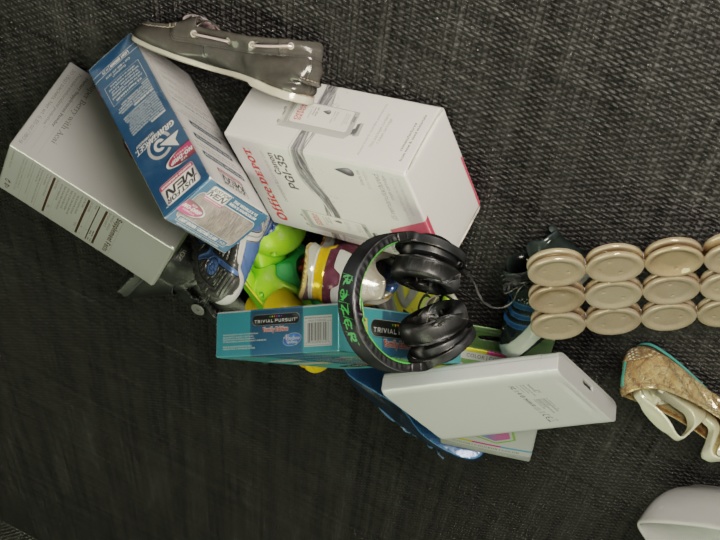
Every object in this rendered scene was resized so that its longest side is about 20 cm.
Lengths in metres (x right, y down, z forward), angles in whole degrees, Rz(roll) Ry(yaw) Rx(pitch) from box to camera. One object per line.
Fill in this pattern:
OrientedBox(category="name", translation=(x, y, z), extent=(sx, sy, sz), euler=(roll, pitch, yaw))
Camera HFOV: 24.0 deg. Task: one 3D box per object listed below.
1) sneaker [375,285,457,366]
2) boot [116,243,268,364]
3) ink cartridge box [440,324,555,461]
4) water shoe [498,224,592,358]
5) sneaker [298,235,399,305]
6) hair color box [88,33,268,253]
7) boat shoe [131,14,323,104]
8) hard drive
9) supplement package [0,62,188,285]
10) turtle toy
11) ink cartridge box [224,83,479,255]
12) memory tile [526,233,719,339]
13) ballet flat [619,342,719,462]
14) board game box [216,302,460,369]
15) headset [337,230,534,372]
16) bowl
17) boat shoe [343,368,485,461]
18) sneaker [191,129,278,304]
OrientedBox(category="sneaker", translation=(0.070, 0.059, 1.777), extent=(0.076, 0.075, 0.200), euler=(16, 153, 28))
OrientedBox(category="boot", translation=(-0.183, 0.042, 2.041), extent=(0.200, 0.066, 0.165), euler=(32, 157, -14))
OrientedBox(category="ink cartridge box", translation=(0.145, 0.133, 1.819), extent=(0.104, 0.059, 0.200), euler=(11, 152, 5))
OrientedBox(category="water shoe", translation=(0.170, 0.018, 1.625), extent=(0.079, 0.071, 0.200), euler=(51, 153, 9))
OrientedBox(category="sneaker", translation=(0.000, 0.000, 1.666), extent=(0.090, 0.075, 0.200), euler=(12, -165, 8))
OrientedBox(category="hair color box", translation=(-0.171, -0.119, 1.578), extent=(0.100, 0.061, 0.200), euler=(32, -158, -54))
OrientedBox(category="boat shoe", translation=(-0.117, -0.204, 1.540), extent=(0.200, 0.057, 0.067), euler=(22, -171, 26))
OrientedBox(category="hard drive", translation=(0.140, 0.129, 1.717), extent=(0.200, 0.026, 0.132), euler=(-9, 148, 32))
OrientedBox(category="supplement package", translation=(-0.261, -0.100, 1.788), extent=(0.200, 0.121, 0.120), euler=(33, 154, -5))
OrientedBox(category="turtle toy", translation=(-0.078, 0.007, 1.807), extent=(0.146, 0.101, 0.200), euler=(39, 165, 46))
OrientedBox(category="ink cartridge box", translation=(-0.007, -0.094, 1.570), extent=(0.200, 0.083, 0.147), euler=(15, 151, 30))
OrientedBox(category="memory tile", translation=(0.245, 0.014, 1.475), extent=(0.200, 0.017, 0.153), euler=(-4, 151, 7))
OrientedBox(category="ballet flat", translation=(0.335, 0.149, 1.664), extent=(0.200, 0.065, 0.071), euler=(32, 154, -3))
OrientedBox(category="board game box", translation=(-0.019, 0.066, 1.661), extent=(0.151, 0.047, 0.200), euler=(-5, 172, 37))
OrientedBox(category="headset", translation=(0.074, 0.023, 1.496), extent=(0.200, 0.124, 0.094), euler=(-8, -178, -39))
OrientedBox(category="bowl", translation=(0.423, 0.303, 1.840), extent=(0.200, 0.075, 0.200), euler=(3, 144, 45))
OrientedBox(category="boat shoe", translation=(0.071, 0.151, 1.962), extent=(0.200, 0.084, 0.069), euler=(40, 166, 20))
OrientedBox(category="sneaker", translation=(-0.112, -0.050, 1.656), extent=(0.076, 0.200, 0.077), euler=(-23, 136, 37))
